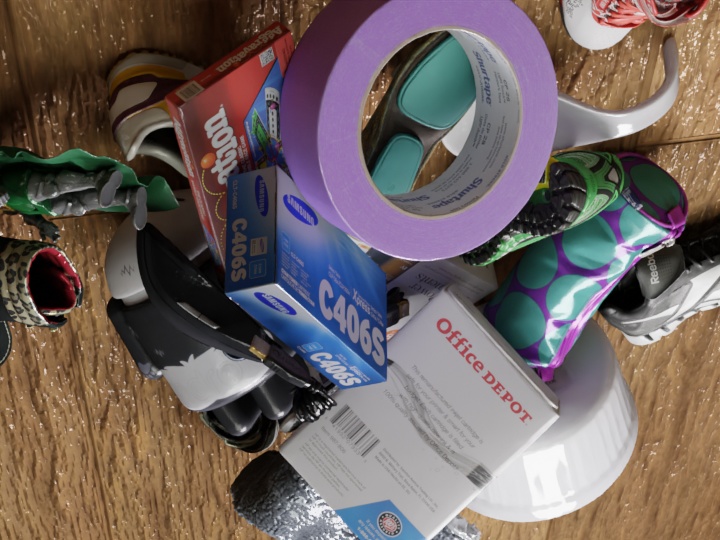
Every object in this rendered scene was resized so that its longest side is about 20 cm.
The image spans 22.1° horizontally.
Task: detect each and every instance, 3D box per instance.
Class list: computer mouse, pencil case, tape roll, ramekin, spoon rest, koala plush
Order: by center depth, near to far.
[{"bbox_3d":[0.043,-0.112,1.325,0.198,0.066,0.203,-9,109,-27],"label":"tape roll"},{"bbox_3d":[-0.100,0.047,1.356,0.200,0.140,0.046,44,87,-10],"label":"computer mouse"},{"bbox_3d":[0.159,-0.128,1.450,0.198,0.061,0.100,-15,147,3],"label":"spoon rest"},{"bbox_3d":[0.192,-0.004,1.580,0.085,0.093,0.200,-7,142,-49],"label":"pencil case"},{"bbox_3d":[-0.032,0.080,1.602,0.109,0.044,0.200,-32,168,-37],"label":"computer mouse"},{"bbox_3d":[0.150,0.118,1.681,0.198,0.202,0.098,-14,138,4],"label":"ramekin"},{"bbox_3d":[-0.003,0.234,1.709,0.177,0.184,0.200,-42,95,5],"label":"koala plush"}]

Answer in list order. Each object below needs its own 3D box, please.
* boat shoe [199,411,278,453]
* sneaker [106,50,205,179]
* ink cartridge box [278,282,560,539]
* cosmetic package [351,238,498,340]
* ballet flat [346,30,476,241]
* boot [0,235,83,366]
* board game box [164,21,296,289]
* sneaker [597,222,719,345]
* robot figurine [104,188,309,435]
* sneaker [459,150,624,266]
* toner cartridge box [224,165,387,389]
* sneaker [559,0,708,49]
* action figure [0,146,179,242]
[{"bbox_3d":[-0.120,0.132,1.729,0.070,0.064,0.201,-15,146,5],"label":"boat shoe"},{"bbox_3d":[-0.093,-0.103,1.385,0.198,0.091,0.075,4,143,-21],"label":"sneaker"},{"bbox_3d":[0.053,0.131,1.562,0.200,0.145,0.084,-43,178,9],"label":"ink cartridge box"},{"bbox_3d":[0.000,0.000,1.594,0.150,0.052,0.199,-32,141,31],"label":"cosmetic package"},{"bbox_3d":[0.036,-0.118,1.414,0.070,0.071,0.201,21,105,-38],"label":"ballet flat"},{"bbox_3d":[-0.289,0.030,1.475,0.152,0.074,0.204,12,149,24],"label":"boot"},{"bbox_3d":[-0.078,-0.078,1.348,0.103,0.019,0.201,-36,143,-20],"label":"board game box"},{"bbox_3d":[0.293,0.001,1.666,0.090,0.067,0.199,21,136,-41],"label":"sneaker"},{"bbox_3d":[-0.121,0.031,1.490,0.150,0.125,0.201,-35,103,-8],"label":"robot figurine"},{"bbox_3d":[0.139,-0.052,1.498,0.084,0.079,0.199,-13,-178,-33],"label":"sneaker"},{"bbox_3d":[-0.037,0.009,1.374,0.043,0.096,0.200,-12,153,21],"label":"toner cartridge box"},{"bbox_3d":[0.197,-0.202,1.316,0.066,0.109,0.202,-1,144,-15],"label":"sneaker"},{"bbox_3d":[-0.248,-0.059,1.381,0.198,0.055,0.118,3,159,35],"label":"action figure"}]
